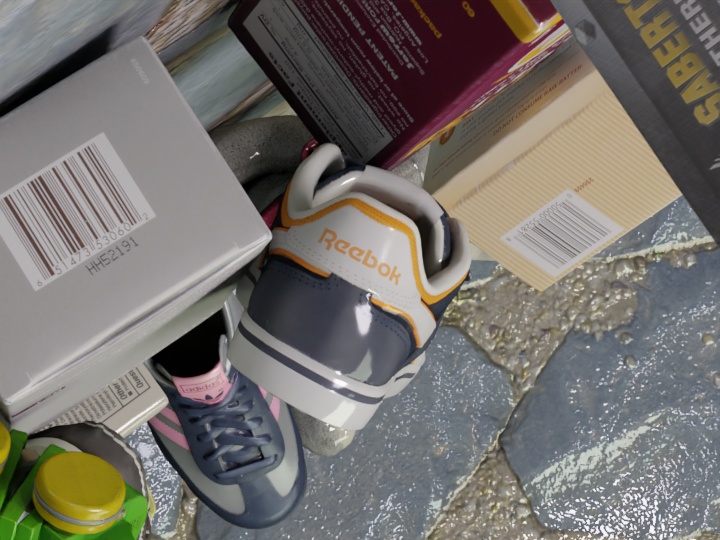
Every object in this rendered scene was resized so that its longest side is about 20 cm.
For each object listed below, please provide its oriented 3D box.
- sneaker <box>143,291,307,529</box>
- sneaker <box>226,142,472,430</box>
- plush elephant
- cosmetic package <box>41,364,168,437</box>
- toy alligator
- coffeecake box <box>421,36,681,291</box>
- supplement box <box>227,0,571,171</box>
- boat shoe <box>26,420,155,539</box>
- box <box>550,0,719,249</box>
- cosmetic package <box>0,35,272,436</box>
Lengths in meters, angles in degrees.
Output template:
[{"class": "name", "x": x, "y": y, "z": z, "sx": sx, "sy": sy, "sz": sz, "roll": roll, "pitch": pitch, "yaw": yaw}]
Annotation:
[{"class": "sneaker", "x": -0.076, "y": 0.055, "z": 1.105, "sx": 0.070, "sy": 0.201, "sz": 0.082, "roll": -25, "pitch": -153, "yaw": 0}, {"class": "sneaker", "x": 0.000, "y": 0.000, "z": 0.850, "sx": 0.080, "sy": 0.078, "sz": 0.200, "roll": -63, "pitch": -176, "yaw": 7}, {"class": "plush elephant", "x": 0.001, "y": -0.033, "z": 1.182, "sx": 0.155, "sy": 0.165, "sz": 0.200, "roll": -40, "pitch": -175, "yaw": 46}, {"class": "cosmetic package", "x": -0.198, "y": 0.081, "z": 1.059, "sx": 0.199, "sy": 0.106, "sz": 0.071, "roll": -35, "pitch": 179, "yaw": -19}, {"class": "toy alligator", "x": -0.141, "y": 0.069, "z": 0.792, "sx": 0.054, "sy": 0.199, "sz": 0.060, "roll": -62, "pitch": 173, "yaw": -59}, {"class": "coffeecake box", "x": 0.110, "y": -0.116, "z": 0.980, "sx": 0.153, "sy": 0.073, "sz": 0.201, "roll": -37, "pitch": -151, "yaw": 40}, {"class": "supplement box", "x": 0.041, "y": -0.112, "z": 0.804, "sx": 0.110, "sy": 0.086, "sz": 0.200, "roll": -36, "pitch": 179, "yaw": -21}, {"class": "boat shoe", "x": -0.122, "y": 0.106, "z": 0.981, "sx": 0.060, "sy": 0.072, "sz": 0.201, "roll": -38, "pitch": 171, "yaw": -30}, {"class": "box", "x": 0.114, "y": -0.101, "z": 0.545, "sx": 0.158, "sy": 0.201, "sz": 0.048, "roll": -38, "pitch": 175, "yaw": 36}, {"class": "cosmetic package", "x": -0.103, "y": -0.004, "z": 0.826, "sx": 0.106, "sy": 0.090, "sz": 0.200, "roll": -33, "pitch": 175, "yaw": -9}]
